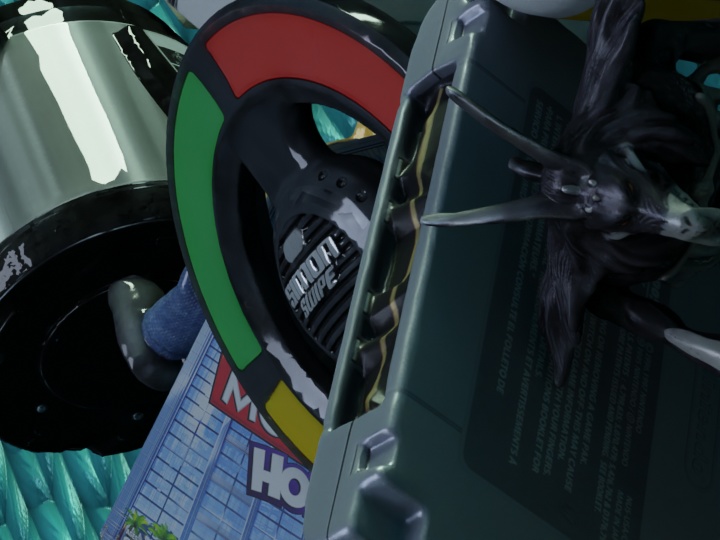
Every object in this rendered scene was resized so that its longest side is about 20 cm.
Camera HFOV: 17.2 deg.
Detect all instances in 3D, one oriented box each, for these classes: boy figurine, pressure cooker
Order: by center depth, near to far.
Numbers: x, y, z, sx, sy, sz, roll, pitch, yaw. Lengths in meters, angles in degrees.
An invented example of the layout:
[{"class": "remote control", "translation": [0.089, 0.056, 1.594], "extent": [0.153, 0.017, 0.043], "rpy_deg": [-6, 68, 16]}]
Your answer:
[{"class": "boy figurine", "translation": [-0.022, -0.021, 0.989], "extent": [0.200, 0.124, 0.065], "rpy_deg": [-42, 56, 30]}, {"class": "pressure cooker", "translation": [-0.140, -0.035, 1.144], "extent": [0.201, 0.177, 0.177], "rpy_deg": [63, 145, 39]}]

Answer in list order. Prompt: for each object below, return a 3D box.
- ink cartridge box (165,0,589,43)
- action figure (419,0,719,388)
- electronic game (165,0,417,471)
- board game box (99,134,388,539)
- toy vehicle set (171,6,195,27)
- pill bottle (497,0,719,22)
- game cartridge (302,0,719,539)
[{"class": "ink cartridge box", "translation": [-0.010, -0.141, 0.938], "extent": [0.200, 0.144, 0.085], "rpy_deg": [42, 126, 54]}, {"class": "action figure", "translation": [0.120, -0.019, 0.632], "extent": [0.102, 0.199, 0.120], "rpy_deg": [22, 108, 57]}, {"class": "electronic game", "translation": [0.000, 0.000, 0.805], "extent": [0.200, 0.041, 0.201], "rpy_deg": [33, 137, 37]}, {"class": "board game box", "translation": [0.005, 0.062, 0.913], "extent": [0.199, 0.061, 0.201], "rpy_deg": [30, 120, 30]}, {"class": "toy vehicle set", "translation": [-0.073, -0.236, 1.169], "extent": [0.124, 0.026, 0.201], "rpy_deg": [54, 135, 48]}, {"class": "pill bottle", "translation": [0.092, -0.127, 0.688], "extent": [0.112, 0.199, 0.114], "rpy_deg": [-5, 84, 62]}, {"class": "game cartridge", "translation": [0.057, 0.025, 0.674], "extent": [0.040, 0.133, 0.201], "rpy_deg": [-34, 32, 43]}]
